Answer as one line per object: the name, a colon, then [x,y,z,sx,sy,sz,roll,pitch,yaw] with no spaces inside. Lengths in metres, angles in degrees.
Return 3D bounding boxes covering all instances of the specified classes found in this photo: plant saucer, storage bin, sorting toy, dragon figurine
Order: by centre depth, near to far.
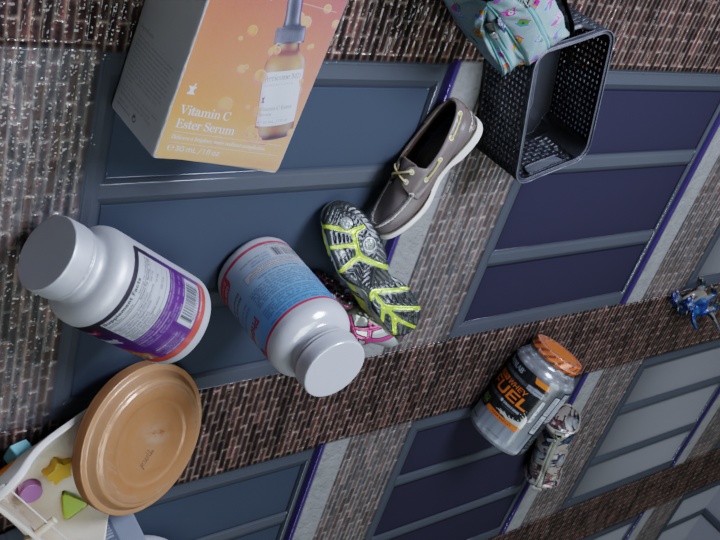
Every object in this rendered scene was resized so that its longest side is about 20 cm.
sorting toy: [-0.361,0.253,1.156,0.180,0.107,0.200,-43,138,-17]
plant saucer: [-0.272,0.212,1.177,0.200,0.032,0.201,-28,126,-47]
storage bin: [0.238,-0.233,1.231,0.135,0.094,0.201,-23,138,-25]
dragon figurine: [0.699,0.082,1.957,0.099,0.059,0.200,-40,141,-4]

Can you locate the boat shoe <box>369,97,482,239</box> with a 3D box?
boat shoe: [0.074,-0.131,1.201,0.200,0.072,0.059,-50,136,2]

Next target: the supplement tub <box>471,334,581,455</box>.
supplement tub: [0.299,0.222,1.682,0.122,0.123,0.200,17,112,-48]

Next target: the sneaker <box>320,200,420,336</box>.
sneaker: [0.000,0.000,1.222,0.075,0.076,0.201,-35,108,-19]

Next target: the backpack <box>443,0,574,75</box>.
backpack: [0.158,-0.318,1.050,0.126,0.168,0.200,-30,148,15]

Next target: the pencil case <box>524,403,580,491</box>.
pencil case: [0.395,0.369,1.935,0.089,0.078,0.201,-43,151,-44]

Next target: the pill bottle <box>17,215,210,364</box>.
pill bottle: [-0.263,0.020,1.006,0.111,0.111,0.200,-47,141,4]

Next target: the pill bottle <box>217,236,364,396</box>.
pill bottle: [-0.083,0.056,1.127,0.108,0.200,0.109,-23,137,-23]

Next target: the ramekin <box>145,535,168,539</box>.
ramekin: [-0.335,0.482,1.384,0.202,0.094,0.203,-23,137,-23]

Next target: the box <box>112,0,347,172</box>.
box: [-0.129,-0.213,0.913,0.152,0.106,0.201,1,125,-42]

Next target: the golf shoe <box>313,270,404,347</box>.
golf shoe: [-0.022,0.071,1.305,0.200,0.073,0.092,28,109,-41]

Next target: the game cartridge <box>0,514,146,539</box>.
game cartridge: [-0.381,0.375,1.213,0.199,0.133,0.041,-19,138,-27]
